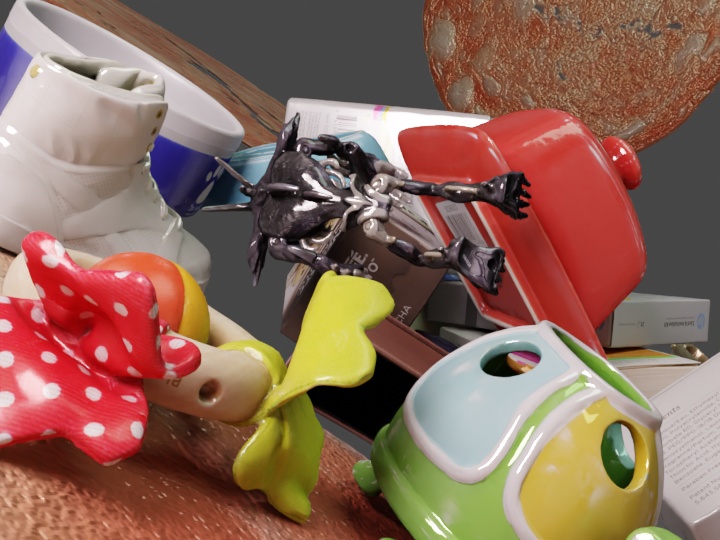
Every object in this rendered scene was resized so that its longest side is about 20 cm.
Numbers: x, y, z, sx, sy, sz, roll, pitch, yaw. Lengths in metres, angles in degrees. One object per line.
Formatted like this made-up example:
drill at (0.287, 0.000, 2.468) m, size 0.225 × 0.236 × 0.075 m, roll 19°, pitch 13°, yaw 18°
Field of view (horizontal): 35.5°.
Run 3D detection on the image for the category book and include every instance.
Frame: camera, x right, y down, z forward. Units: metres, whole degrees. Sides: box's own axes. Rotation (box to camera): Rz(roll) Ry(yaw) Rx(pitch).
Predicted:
book at (0.163, 0.077, 0.921) m, size 0.132 × 0.049 × 0.200 m, roll 4°, pitch 6°, yaw -19°

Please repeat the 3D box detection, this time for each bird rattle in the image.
bird rattle at (-0.093, 0.037, 0.485) m, size 0.199 × 0.114 × 0.163 m, roll 11°, pitch 11°, yaw -40°

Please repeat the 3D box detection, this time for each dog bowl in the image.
dog bowl at (-0.195, -0.127, 0.883) m, size 0.199 × 0.079 × 0.200 m, roll 31°, pitch 11°, yaw -7°

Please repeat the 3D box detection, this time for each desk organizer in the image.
desk organizer at (0.053, 0.100, 0.687) m, size 0.199 × 0.072 × 0.077 m, roll 33°, pitch 11°, yaw -19°

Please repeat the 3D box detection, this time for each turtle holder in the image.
turtle holder at (0.082, 0.104, 0.550) m, size 0.141 × 0.132 × 0.186 m, roll 37°, pitch 10°, yaw -2°

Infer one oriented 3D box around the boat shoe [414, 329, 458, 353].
boat shoe at (0.104, 0.110, 0.814) m, size 0.199 × 0.075 × 0.093 m, roll 34°, pitch 15°, yaw -9°

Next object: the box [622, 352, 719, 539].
box at (0.310, 0.156, 0.781) m, size 0.200 × 0.199 × 0.131 m, roll 57°, pitch -2°, yaw -25°

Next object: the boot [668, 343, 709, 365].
boot at (0.308, 0.145, 1.182) m, size 0.072 × 0.155 × 0.200 m, roll 35°, pitch 7°, yaw 0°

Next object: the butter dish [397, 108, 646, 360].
butter dish at (0.142, -0.047, 0.831) m, size 0.200 × 0.147 × 0.200 m, roll 59°, pitch -10°, yaw -14°

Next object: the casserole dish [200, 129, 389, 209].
casserole dish at (-0.065, -0.086, 0.953) m, size 0.199 × 0.039 × 0.121 m, roll 0°, pitch 17°, yaw 45°

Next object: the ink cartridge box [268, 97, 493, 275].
ink cartridge box at (0.027, -0.076, 1.056) m, size 0.198 × 0.146 × 0.085 m, roll 8°, pitch -1°, yaw 18°

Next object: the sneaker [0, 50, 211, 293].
sneaker at (-0.129, -0.053, 0.645) m, size 0.074 × 0.116 × 0.200 m, roll 38°, pitch 7°, yaw 30°

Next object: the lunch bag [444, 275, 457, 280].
lunch bag at (0.006, -0.030, 1.210) m, size 0.199 × 0.083 × 0.161 m, roll 33°, pitch 11°, yaw -14°

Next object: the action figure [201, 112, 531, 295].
action figure at (0.002, -0.030, 0.719) m, size 0.198 × 0.120 × 0.102 m, roll 10°, pitch -18°, yaw 24°

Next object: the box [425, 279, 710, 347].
box at (0.182, 0.035, 0.994) m, size 0.155 × 0.042 × 0.199 m, roll 1°, pitch 2°, yaw -45°

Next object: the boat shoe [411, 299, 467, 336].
boat shoe at (0.070, 0.051, 1.069) m, size 0.062 × 0.072 × 0.199 m, roll -11°, pitch -17°, yaw 41°

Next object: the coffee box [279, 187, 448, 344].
coffee box at (0.000, 0.000, 0.885) m, size 0.079 × 0.113 × 0.200 m, roll 33°, pitch 8°, yaw -8°
